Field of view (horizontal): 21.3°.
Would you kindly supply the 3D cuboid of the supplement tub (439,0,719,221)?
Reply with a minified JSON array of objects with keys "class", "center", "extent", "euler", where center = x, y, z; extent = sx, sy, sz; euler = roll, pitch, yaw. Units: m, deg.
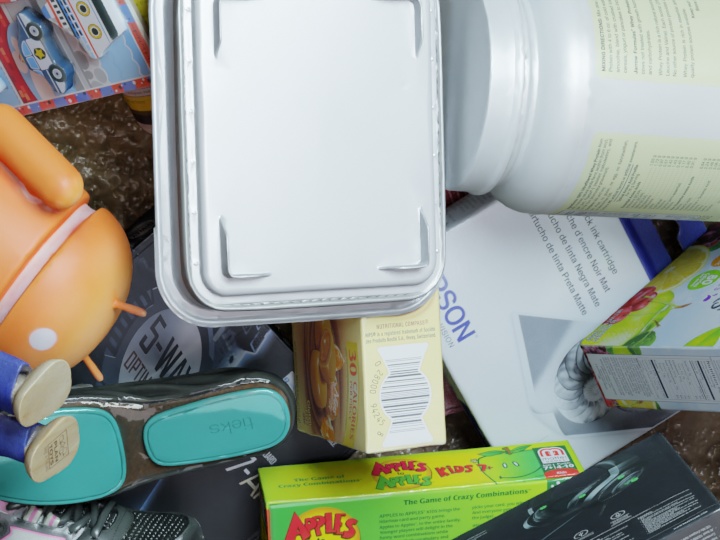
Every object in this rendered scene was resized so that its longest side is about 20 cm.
[{"class":"supplement tub","center":[0.146,-0.103,1.097],"extent":[0.199,0.145,0.146],"euler":[2,107,-17]}]

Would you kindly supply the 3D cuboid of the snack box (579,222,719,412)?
[{"class":"snack box","center":[0.250,0.013,1.166],"extent":[0.200,0.142,0.053],"euler":[-38,113,-33]}]

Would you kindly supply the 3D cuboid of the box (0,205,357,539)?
[{"class":"box","center":[-0.117,0.083,1.186],"extent":[0.160,0.044,0.200],"euler":[-40,113,1]}]

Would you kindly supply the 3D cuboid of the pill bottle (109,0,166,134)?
[{"class":"pill bottle","center":[-0.115,-0.184,1.062],"extent":[0.112,0.112,0.201],"euler":[-28,113,-5]}]

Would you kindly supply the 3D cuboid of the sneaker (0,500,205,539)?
[{"class":"sneaker","center":[-0.196,0.154,1.138],"extent":[0.199,0.080,0.087],"euler":[-3,115,8]}]

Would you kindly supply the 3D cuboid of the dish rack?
[{"class":"dish rack","center":[-0.026,-0.072,1.025],"extent":[0.171,0.043,0.201],"euler":[-3,93,-22]}]

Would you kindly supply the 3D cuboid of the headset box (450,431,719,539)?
[{"class":"headset box","center":[0.130,0.187,1.092],"extent":[0.173,0.200,0.093],"euler":[-28,98,1]}]

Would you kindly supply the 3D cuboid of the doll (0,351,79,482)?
[{"class":"doll","center":[-0.247,0.057,1.043],"extent":[0.048,0.199,0.137],"euler":[-45,144,-43]}]

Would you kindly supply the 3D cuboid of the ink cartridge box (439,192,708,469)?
[{"class":"ink cartridge box","center":[0.140,0.019,1.214],"extent":[0.199,0.041,0.200],"euler":[-33,113,-4]}]

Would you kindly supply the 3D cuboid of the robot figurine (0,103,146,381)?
[{"class":"robot figurine","center":[-0.211,-0.018,1.071],"extent":[0.200,0.117,0.144],"euler":[38,94,-2]}]

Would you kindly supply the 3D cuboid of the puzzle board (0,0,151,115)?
[{"class":"puzzle board","center":[-0.204,-0.176,1.037],"extent":[0.017,0.150,0.201],"euler":[-49,122,-43]}]

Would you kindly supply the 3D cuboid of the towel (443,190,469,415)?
[{"class":"towel","center":[0.091,-0.013,1.223],"extent":[0.143,0.023,0.201],"euler":[-17,111,-10]}]

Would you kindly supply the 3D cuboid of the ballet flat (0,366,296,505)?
[{"class":"ballet flat","center":[-0.137,0.095,1.123],"extent":[0.199,0.068,0.068],"euler":[-7,107,-12]}]

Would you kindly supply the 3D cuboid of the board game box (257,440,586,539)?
[{"class":"board game box","center":[0.038,0.170,1.198],"extent":[0.199,0.048,0.102],"euler":[-4,113,-8]}]

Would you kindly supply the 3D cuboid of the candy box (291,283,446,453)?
[{"class":"candy box","center":[0.000,0.000,1.125],"extent":[0.055,0.115,0.201],"euler":[-4,94,-23]}]
